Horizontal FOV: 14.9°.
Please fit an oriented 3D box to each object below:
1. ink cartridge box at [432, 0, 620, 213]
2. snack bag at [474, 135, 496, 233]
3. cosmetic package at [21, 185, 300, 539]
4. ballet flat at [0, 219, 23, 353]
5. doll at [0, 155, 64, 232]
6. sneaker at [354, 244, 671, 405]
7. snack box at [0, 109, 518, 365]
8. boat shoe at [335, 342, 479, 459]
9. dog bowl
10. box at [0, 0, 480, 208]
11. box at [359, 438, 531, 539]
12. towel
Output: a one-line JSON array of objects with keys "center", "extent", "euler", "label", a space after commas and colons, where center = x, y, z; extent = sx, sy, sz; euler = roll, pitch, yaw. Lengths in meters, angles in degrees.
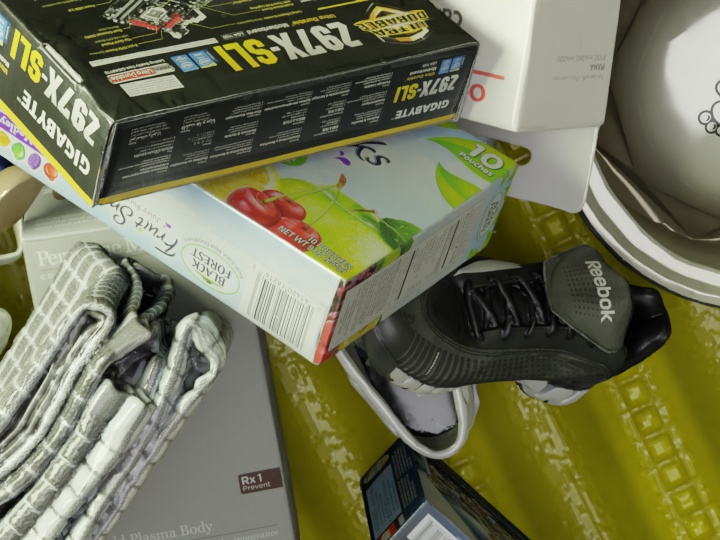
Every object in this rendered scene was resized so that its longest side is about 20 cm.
[{"center": [0.056, -0.132, 1.259], "extent": [0.116, 0.067, 0.202], "euler": [16, 106, 40], "label": "ink cartridge box"}, {"center": [-0.020, -0.113, 1.333], "extent": [0.198, 0.021, 0.190], "euler": [8, 101, -5], "label": "snack bag"}, {"center": [-0.093, 0.055, 1.322], "extent": [0.106, 0.090, 0.201], "euler": [-11, 111, 0], "label": "cosmetic package"}, {"center": [-0.192, 0.003, 1.302], "extent": [0.069, 0.069, 0.202], "euler": [3, 74, -3], "label": "ballet flat"}, {"center": [-0.199, -0.114, 1.287], "extent": [0.136, 0.049, 0.200], "euler": [-31, 73, -34], "label": "doll"}, {"center": [0.076, 0.019, 1.276], "extent": [0.090, 0.199, 0.067], "euler": [-23, 70, 33], "label": "sneaker"}, {"center": [-0.051, -0.054, 1.221], "extent": [0.199, 0.142, 0.053], "euler": [33, 127, 19], "label": "snack box"}, {"center": [0.000, 0.000, 1.315], "extent": [0.072, 0.066, 0.201], "euler": [-21, 104, 2], "label": "boat shoe"}, {"center": [0.185, -0.086, 1.319], "extent": [0.198, 0.074, 0.202], "euler": [0, 102, -2], "label": "dog bowl"}, {"center": [-0.073, -0.108, 1.197], "extent": [0.199, 0.160, 0.050], "euler": [-16, 138, -37], "label": "box"}, {"center": [0.087, 0.170, 1.334], "extent": [0.200, 0.137, 0.038], "euler": [42, 95, -9], "label": "box"}, {"center": [-0.141, 0.085, 1.190], "extent": [0.085, 0.166, 0.201], "euler": [35, 93, -3], "label": "towel"}]
